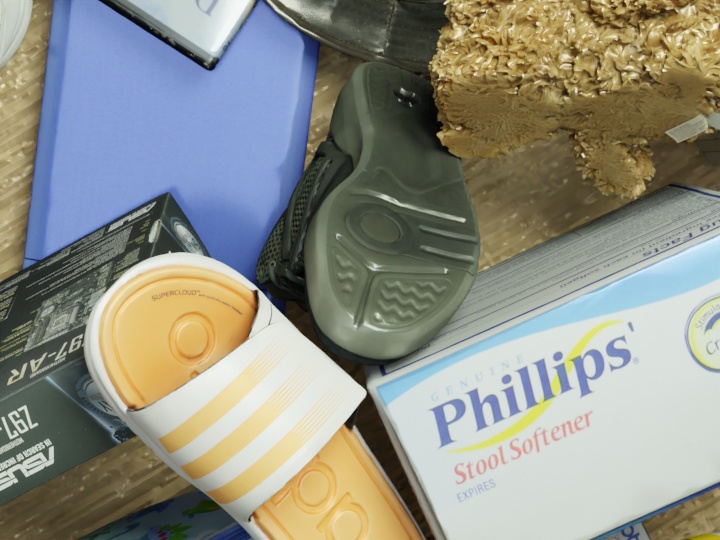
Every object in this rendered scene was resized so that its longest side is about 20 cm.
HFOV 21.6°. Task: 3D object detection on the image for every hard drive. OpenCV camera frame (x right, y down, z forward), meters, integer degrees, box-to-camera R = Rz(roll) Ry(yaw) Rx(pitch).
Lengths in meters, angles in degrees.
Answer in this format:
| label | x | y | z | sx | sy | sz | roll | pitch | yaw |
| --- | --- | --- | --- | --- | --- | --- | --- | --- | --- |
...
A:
| label | x | y | z | sx | sy | sz | roll | pitch | yaw |
| --- | --- | --- | --- | --- | --- | --- | --- | --- | --- |
| hard drive | -0.090 | -0.079 | 0.927 | 0.131 | 0.025 | 0.201 | 7 | 96 | -3 |

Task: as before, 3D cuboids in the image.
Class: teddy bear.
| label | x | y | z | sx | sy | sz | roll | pitch | yaw |
| --- | --- | --- | --- | --- | --- | --- | --- | --- | --- |
| teddy bear | 0.131 | -0.093 | 0.823 | 0.199 | 0.145 | 0.067 | -8 | 53 | 19 |

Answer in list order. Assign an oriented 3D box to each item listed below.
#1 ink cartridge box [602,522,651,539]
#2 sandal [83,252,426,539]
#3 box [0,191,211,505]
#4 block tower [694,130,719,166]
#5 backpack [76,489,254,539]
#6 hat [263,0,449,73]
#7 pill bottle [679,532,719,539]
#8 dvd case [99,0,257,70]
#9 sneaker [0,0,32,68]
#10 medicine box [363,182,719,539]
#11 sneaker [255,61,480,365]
| label | x | y | z | sx | sy | sz | roll | pitch | yaw |
| --- | --- | --- | --- | --- | --- | --- | --- | --- | --- |
| ink cartridge box | 0.148 | 0.194 | 0.930 | 0.044 | 0.094 | 0.201 | -27 | 97 | 0 |
| sandal | -0.023 | 0.074 | 0.762 | 0.079 | 0.059 | 0.207 | -49 | 113 | -20 |
| box | -0.167 | 0.053 | 0.852 | 0.199 | 0.160 | 0.044 | -28 | 111 | 11 |
| block tower | 0.148 | -0.127 | 0.871 | 0.200 | 0.058 | 0.054 | 46 | 67 | -28 |
| backpack | -0.065 | 0.179 | 0.877 | 0.199 | 0.183 | 0.148 | -19 | 94 | -10 |
| hat | 0.037 | -0.183 | 0.869 | 0.199 | 0.081 | 0.202 | -3 | 99 | -21 |
| pill bottle | 0.128 | 0.177 | 0.809 | 0.199 | 0.114 | 0.115 | -10 | 97 | -25 |
| dvd case | -0.078 | -0.216 | 0.898 | 0.142 | 0.018 | 0.201 | 32 | 85 | -1 |
| sneaker | -0.231 | -0.070 | 0.886 | 0.075 | 0.100 | 0.201 | 32 | 95 | -7 |
| medicine box | 0.101 | 0.045 | 0.859 | 0.181 | 0.200 | 0.103 | -24 | 96 | 1 |
| sneaker | 0.000 | 0.000 | 0.844 | 0.076 | 0.200 | 0.115 | 17 | 122 | -11 |
